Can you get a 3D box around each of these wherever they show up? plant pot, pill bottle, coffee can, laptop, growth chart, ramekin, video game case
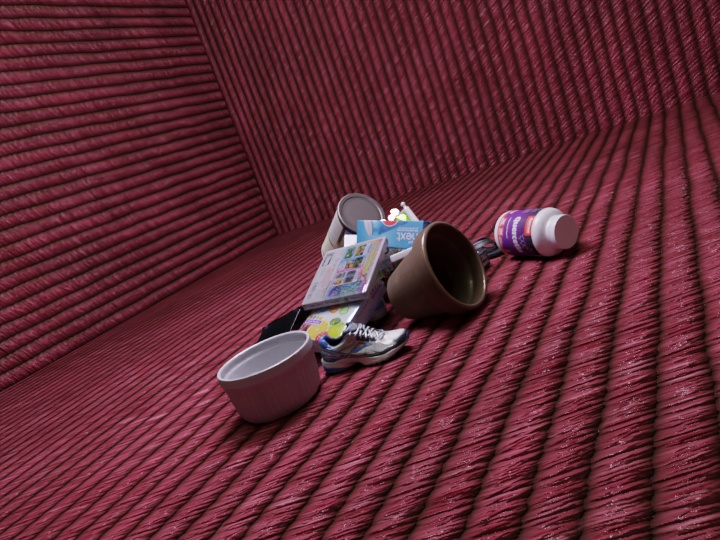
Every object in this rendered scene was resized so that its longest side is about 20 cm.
[{"bbox_3d":[0.150,0.020,1.256,0.174,0.202,0.199,-33,1,42],"label":"plant pot"},{"bbox_3d":[0.424,-0.092,1.386,0.111,0.114,0.199,-26,12,-22],"label":"pill bottle"},{"bbox_3d":[-0.024,-0.106,1.698,0.145,0.147,0.201,-29,-19,-34],"label":"coffee can"},{"bbox_3d":[-0.172,0.173,1.432,0.197,0.118,0.186,5,-23,-39],"label":"laptop"},{"bbox_3d":[0.082,-0.074,1.512,0.200,0.145,0.018,-45,-27,2],"label":"growth chart"},{"bbox_3d":[-0.173,0.213,1.135,0.196,0.107,0.200,-20,12,4],"label":"ramekin"},{"bbox_3d":[0.145,-0.029,1.399,0.141,0.018,0.200,-23,-15,2],"label":"video game case"},{"bbox_3d":[-0.034,0.006,1.370,0.179,0.024,0.202,-13,35,29],"label":"video game case"}]

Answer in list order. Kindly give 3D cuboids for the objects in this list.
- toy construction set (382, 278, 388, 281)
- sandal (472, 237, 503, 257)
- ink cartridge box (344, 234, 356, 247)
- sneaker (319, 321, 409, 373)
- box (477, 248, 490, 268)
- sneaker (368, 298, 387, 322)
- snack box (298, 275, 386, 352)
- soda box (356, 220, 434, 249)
[{"bbox_3d":[0.012,0.011,1.659,0.130,0.093,0.200,-31,-19,5],"label":"toy construction set"},{"bbox_3d":[0.315,-0.060,1.582,0.197,0.049,0.075,-7,21,38],"label":"sandal"},{"bbox_3d":[0.000,0.000,1.541,0.092,0.204,0.044,0,-30,2],"label":"ink cartridge box"},{"bbox_3d":[0.001,0.145,1.167,0.196,0.087,0.077,-18,12,14],"label":"sneaker"},{"bbox_3d":[0.205,0.015,1.458,0.196,0.051,0.199,-13,14,37],"label":"box"},{"bbox_3d":[-0.031,0.113,1.399,0.197,0.074,0.072,-25,14,-8],"label":"sneaker"},{"bbox_3d":[-0.045,0.098,1.326,0.140,0.053,0.201,3,48,42],"label":"snack box"},{"bbox_3d":[0.085,-0.090,1.439,0.197,0.070,0.064,4,1,35],"label":"soda box"}]
